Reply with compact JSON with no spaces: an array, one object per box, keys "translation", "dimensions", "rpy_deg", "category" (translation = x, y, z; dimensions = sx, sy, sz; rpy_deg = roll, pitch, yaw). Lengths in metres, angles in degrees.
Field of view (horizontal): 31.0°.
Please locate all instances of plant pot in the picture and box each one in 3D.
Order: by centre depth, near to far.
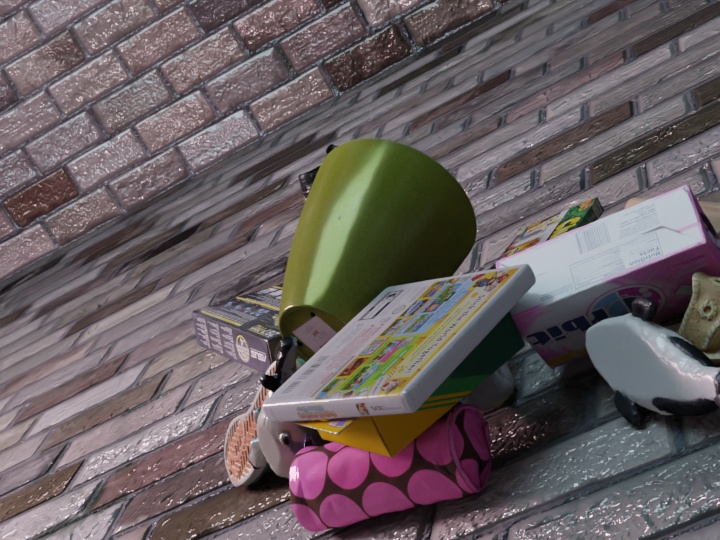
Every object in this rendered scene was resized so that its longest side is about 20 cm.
[{"translation":[0.000,0.000,1.329],"dimensions":[0.186,0.188,0.201],"rpy_deg":[-17,32,42],"category":"plant pot"}]

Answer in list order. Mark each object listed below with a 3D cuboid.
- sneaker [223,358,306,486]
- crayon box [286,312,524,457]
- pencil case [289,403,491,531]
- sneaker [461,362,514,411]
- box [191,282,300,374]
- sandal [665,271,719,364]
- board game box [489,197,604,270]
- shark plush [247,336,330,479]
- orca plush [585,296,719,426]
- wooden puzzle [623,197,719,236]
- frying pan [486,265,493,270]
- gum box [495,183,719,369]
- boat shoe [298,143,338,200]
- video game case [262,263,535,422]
[{"translation":[-0.081,0.166,1.382],"dimensions":[0.079,0.072,0.201],"rpy_deg":[0,-38,-33],"category":"sneaker"},{"translation":[0.034,0.099,1.154],"dimensions":[0.199,0.052,0.125],"rpy_deg":[-36,18,-25],"category":"crayon box"},{"translation":[0.029,0.176,1.175],"dimensions":[0.199,0.092,0.093],"rpy_deg":[-18,-7,35],"category":"pencil case"},{"translation":[0.095,0.108,1.295],"dimensions":[0.105,0.076,0.200],"rpy_deg":[-39,6,18],"category":"sneaker"},{"translation":[-0.079,0.058,1.474],"dimensions":[0.160,0.050,0.199],"rpy_deg":[-16,15,-30],"category":"box"},{"translation":[0.291,0.038,1.116],"dimensions":[0.210,0.070,0.078],"rpy_deg":[-19,20,37],"category":"sandal"},{"translation":[0.198,-0.023,1.425],"dimensions":[0.104,0.024,0.200],"rpy_deg":[-21,11,29],"category":"board game box"},{"translation":[-0.069,0.137,1.282],"dimensions":[0.083,0.202,0.090],"rpy_deg":[-37,39,-30],"category":"shark plush"},{"translation":[0.266,0.072,1.061],"dimensions":[0.070,0.107,0.200],"rpy_deg":[-1,-6,-23],"category":"orca plush"},{"translation":[0.268,0.001,1.342],"dimensions":[0.200,0.037,0.185],"rpy_deg":[-41,18,-14],"category":"wooden puzzle"},{"translation":[0.130,0.038,1.483],"dimensions":[0.189,0.031,0.115],"rpy_deg":[-35,14,0],"category":"frying pan"},{"translation":[0.238,0.008,1.179],"dimensions":[0.198,0.113,0.067],"rpy_deg":[-22,53,19],"category":"gum box"},{"translation":[-0.048,-0.207,2.481],"dimensions":[0.199,0.066,0.074],"rpy_deg":[-40,18,-28],"category":"boat shoe"},{"translation":[0.034,0.064,1.130],"dimensions":[0.181,0.023,0.200],"rpy_deg":[-11,23,46],"category":"video game case"}]
